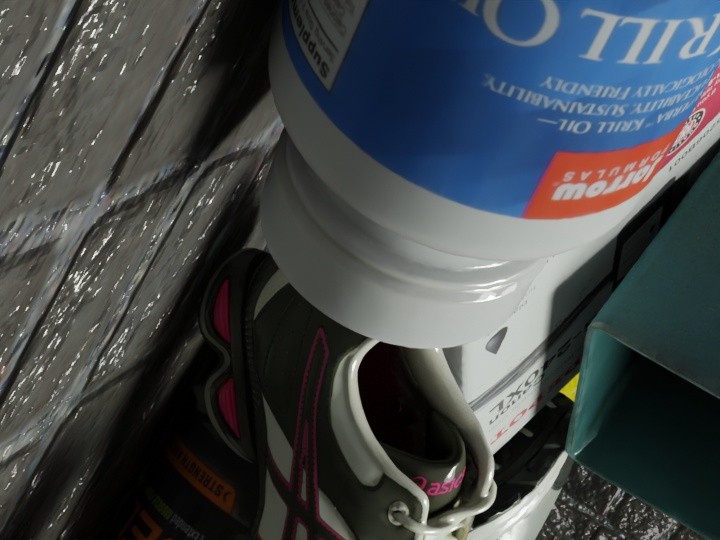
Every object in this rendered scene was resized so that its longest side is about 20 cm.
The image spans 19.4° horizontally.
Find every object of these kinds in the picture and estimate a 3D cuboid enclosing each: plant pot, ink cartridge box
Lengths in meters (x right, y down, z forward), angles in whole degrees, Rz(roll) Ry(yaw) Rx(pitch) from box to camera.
[{"bbox_3d":[0.195,0.004,0.834,0.200,0.141,0.141,-56,165,-20],"label":"plant pot"},{"bbox_3d":[0.063,-0.023,0.815,0.145,0.083,0.200,-42,160,-14],"label":"ink cartridge box"}]

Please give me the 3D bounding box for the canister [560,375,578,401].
[{"bbox_3d":[0.131,0.003,0.992,0.199,0.087,0.149,-22,165,1],"label":"canister"}]

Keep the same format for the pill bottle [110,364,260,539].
[{"bbox_3d":[-0.050,0.130,0.797,0.201,0.106,0.106,-59,173,3],"label":"pill bottle"}]

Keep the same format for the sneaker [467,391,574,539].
[{"bbox_3d":[0.028,0.130,0.894,0.200,0.074,0.079,-51,140,-19],"label":"sneaker"}]

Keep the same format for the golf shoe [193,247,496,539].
[{"bbox_3d":[0.002,0.088,0.691,0.077,0.088,0.201,-25,109,-38],"label":"golf shoe"}]

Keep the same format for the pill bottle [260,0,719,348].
[{"bbox_3d":[0.041,-0.074,0.536,0.112,0.112,0.200,-52,170,-44],"label":"pill bottle"}]
